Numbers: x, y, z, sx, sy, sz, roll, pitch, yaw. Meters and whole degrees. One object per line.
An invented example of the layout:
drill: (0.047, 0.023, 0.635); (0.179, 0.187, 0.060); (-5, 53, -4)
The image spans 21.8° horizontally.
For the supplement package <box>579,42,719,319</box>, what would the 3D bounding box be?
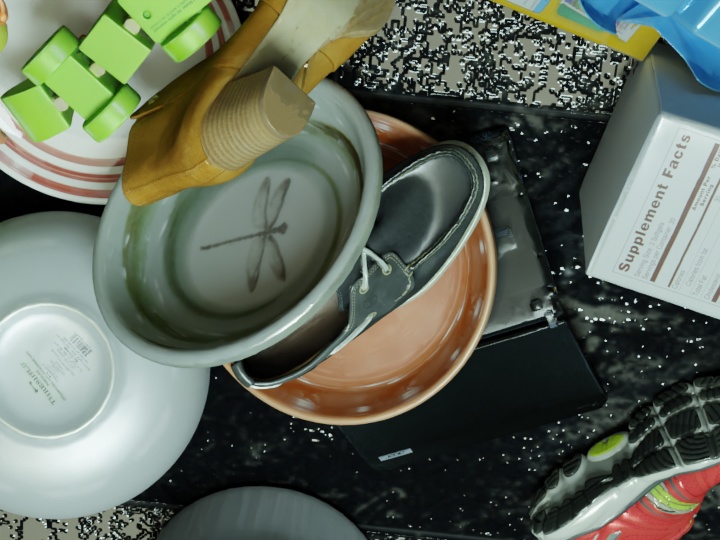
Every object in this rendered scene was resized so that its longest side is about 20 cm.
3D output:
supplement package: (0.247, -0.040, 1.135); (0.199, 0.117, 0.118); (18, 119, -5)

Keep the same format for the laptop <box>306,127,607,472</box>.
laptop: (0.051, 0.025, 1.247); (0.176, 0.103, 0.201); (-18, 90, 13)

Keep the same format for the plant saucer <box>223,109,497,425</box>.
plant saucer: (-0.011, -0.003, 1.189); (0.199, 0.032, 0.202); (1, 94, 11)

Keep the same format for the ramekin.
ramekin: (-0.072, 0.251, 1.327); (0.199, 0.098, 0.201); (2, 118, 4)

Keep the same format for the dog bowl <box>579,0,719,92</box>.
dog bowl: (0.193, -0.175, 1.057); (0.199, 0.050, 0.112); (20, 119, -38)

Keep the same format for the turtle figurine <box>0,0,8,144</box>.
turtle figurine: (-0.258, -0.172, 1.088); (0.161, 0.064, 0.200); (37, 158, 21)

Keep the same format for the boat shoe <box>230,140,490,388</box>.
boat shoe: (0.000, 0.000, 1.137); (0.200, 0.068, 0.072); (-42, 88, 9)

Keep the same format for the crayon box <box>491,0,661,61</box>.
crayon box: (0.116, -0.208, 1.062); (0.199, 0.052, 0.126); (16, 121, -35)

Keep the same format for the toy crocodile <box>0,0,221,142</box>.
toy crocodile: (-0.139, -0.142, 1.109); (0.067, 0.062, 0.200); (42, 117, -16)

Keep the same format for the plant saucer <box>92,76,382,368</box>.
plant saucer: (-0.067, -0.024, 1.115); (0.199, 0.201, 0.050); (-25, 141, 17)

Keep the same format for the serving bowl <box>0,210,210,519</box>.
serving bowl: (-0.195, 0.061, 1.186); (0.199, 0.066, 0.201); (0, 89, -4)

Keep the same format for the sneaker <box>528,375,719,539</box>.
sneaker: (0.211, 0.142, 1.271); (0.200, 0.077, 0.085); (-32, 123, 26)

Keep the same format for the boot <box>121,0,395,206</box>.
boot: (-0.065, -0.129, 1.106); (0.144, 0.202, 0.071); (-16, 127, 44)

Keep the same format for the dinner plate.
dinner plate: (-0.168, -0.135, 1.169); (0.199, 0.024, 0.201); (2, 117, 4)
